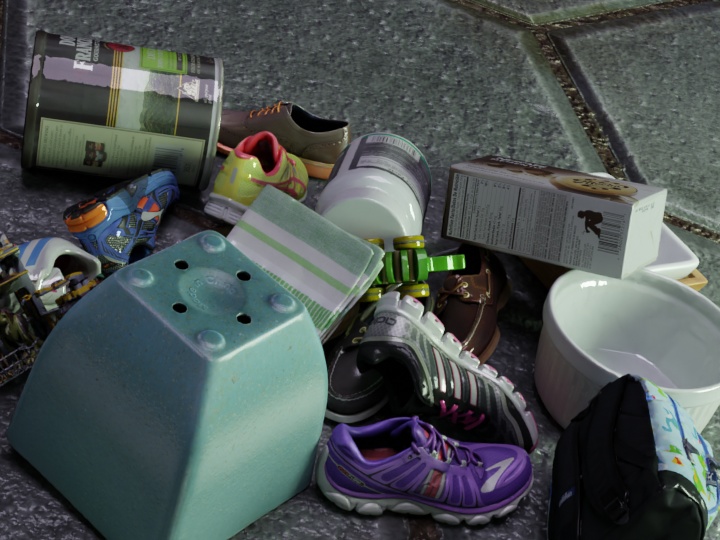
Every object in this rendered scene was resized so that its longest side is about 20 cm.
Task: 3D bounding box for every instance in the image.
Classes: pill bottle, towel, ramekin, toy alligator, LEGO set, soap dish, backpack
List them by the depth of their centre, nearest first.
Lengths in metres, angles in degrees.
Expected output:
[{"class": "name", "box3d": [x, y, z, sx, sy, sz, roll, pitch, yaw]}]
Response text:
[{"class": "LEGO set", "box3d": [-0.321, 0.036, 1.255, 0.200, 0.116, 0.154, -31, 9, -29]}, {"class": "backpack", "box3d": [0.233, 0.183, 1.286, 0.153, 0.163, 0.200, 25, 30, -24]}, {"class": "towel", "box3d": [-0.089, 0.029, 1.391, 0.152, 0.023, 0.200, 30, 75, 23]}, {"class": "toy alligator", "box3d": [0.000, 0.000, 1.428, 0.199, 0.060, 0.054, -5, -3, 9]}, {"class": "ramekin", "box3d": [0.264, 0.093, 1.459, 0.199, 0.105, 0.201, 10, 34, -7]}, {"class": "pill bottle", "box3d": [0.012, -0.064, 1.549, 0.112, 0.114, 0.200, 16, 23, 2]}, {"class": "soap dish", "box3d": [0.260, -0.023, 1.643, 0.157, 0.082, 0.200, -8, 41, -30]}]

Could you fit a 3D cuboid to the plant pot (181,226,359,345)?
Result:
[{"class": "plant pot", "box3d": [-0.100, 0.024, 1.489, 0.199, 0.028, 0.200, 11, 34, -7]}]

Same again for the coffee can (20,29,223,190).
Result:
[{"class": "coffee can", "box3d": [-0.256, -0.170, 1.599, 0.199, 0.147, 0.147, 7, 35, -13]}]

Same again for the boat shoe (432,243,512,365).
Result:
[{"class": "boat shoe", "box3d": [0.103, 0.035, 1.497, 0.070, 0.071, 0.200, -20, 21, 21]}]

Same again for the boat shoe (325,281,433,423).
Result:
[{"class": "boat shoe", "box3d": [0.014, 0.072, 1.432, 0.071, 0.061, 0.201, 24, 35, 12]}]

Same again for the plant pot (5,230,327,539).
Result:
[{"class": "plant pot", "box3d": [-0.143, 0.087, 1.212, 0.196, 0.201, 0.195, 38, 41, 22]}]

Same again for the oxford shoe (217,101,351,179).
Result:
[{"class": "oxford shoe", "box3d": [-0.106, -0.169, 1.717, 0.199, 0.073, 0.071, 13, 35, -2]}]

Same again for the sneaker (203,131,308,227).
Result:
[{"class": "sneaker", "box3d": [-0.099, -0.108, 1.602, 0.078, 0.091, 0.200, 18, 19, 10]}]

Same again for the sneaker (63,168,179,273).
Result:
[{"class": "sneaker", "box3d": [-0.236, -0.049, 1.510, 0.075, 0.079, 0.200, -15, 11, 22]}]

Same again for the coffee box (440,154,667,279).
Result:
[{"class": "coffee box", "box3d": [0.196, -0.057, 1.515, 0.199, 0.080, 0.113, 14, 17, 27]}]

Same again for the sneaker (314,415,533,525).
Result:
[{"class": "sneaker", "box3d": [0.062, 0.168, 1.295, 0.199, 0.084, 0.081, 3, 36, -19]}]

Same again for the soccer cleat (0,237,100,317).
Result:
[{"class": "soccer cleat", "box3d": [-0.325, 0.015, 1.366, 0.086, 0.070, 0.200, 16, 28, 34]}]

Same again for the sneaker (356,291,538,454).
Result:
[{"class": "sneaker", "box3d": [0.073, 0.114, 1.366, 0.200, 0.074, 0.088, 43, 61, -5]}]
